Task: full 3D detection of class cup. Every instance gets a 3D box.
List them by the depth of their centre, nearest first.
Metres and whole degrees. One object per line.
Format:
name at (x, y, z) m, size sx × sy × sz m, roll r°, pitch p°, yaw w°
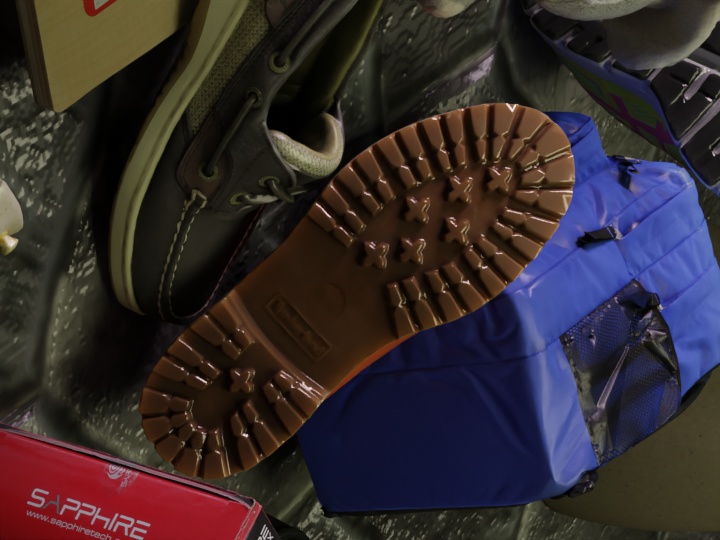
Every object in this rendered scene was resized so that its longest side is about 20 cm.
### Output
cup at (0.213, 0.074, 1.209) m, size 0.200 × 0.143 × 0.201 m, roll -34°, pitch 134°, yaw -45°

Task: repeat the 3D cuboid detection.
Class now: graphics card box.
graphics card box at (-0.071, 0.145, 0.817) m, size 0.051 × 0.125 × 0.200 m, roll -62°, pitch 150°, yaw -27°

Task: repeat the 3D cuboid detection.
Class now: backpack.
backpack at (0.079, 0.011, 0.945) m, size 0.200 × 0.162 × 0.169 m, roll -24°, pitch 107°, yaw -48°

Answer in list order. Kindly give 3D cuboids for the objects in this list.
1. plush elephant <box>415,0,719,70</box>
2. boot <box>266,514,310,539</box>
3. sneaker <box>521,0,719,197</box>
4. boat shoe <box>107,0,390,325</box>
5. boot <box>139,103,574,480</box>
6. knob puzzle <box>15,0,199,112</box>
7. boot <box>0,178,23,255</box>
plush elephant at (0.097, -0.171, 0.896) m, size 0.155 × 0.199 × 0.166 m, roll 117°, pitch -34°, yaw -71°
boot at (0.024, 0.205, 0.967) m, size 0.080 × 0.157 × 0.211 m, roll -59°, pitch 147°, yaw -18°
sneaker at (0.169, -0.088, 1.013) m, size 0.078 × 0.200 × 0.090 m, roll -44°, pitch 159°, yaw -2°
boat shoe at (-0.038, -0.056, 0.778) m, size 0.072 × 0.066 × 0.202 m, roll -22°, pitch 141°, yaw -56°
boot at (0.000, 0.000, 0.829) m, size 0.200 × 0.075 × 0.107 m, roll -36°, pitch -178°, yaw 8°
knob puzzle at (-0.069, -0.182, 0.731) m, size 0.219 × 0.030 × 0.221 m, roll -36°, pitch 136°, yaw -45°
boot at (-0.167, 0.037, 0.658) m, size 0.155 × 0.072 × 0.201 m, roll -51°, pitch 142°, yaw -29°
